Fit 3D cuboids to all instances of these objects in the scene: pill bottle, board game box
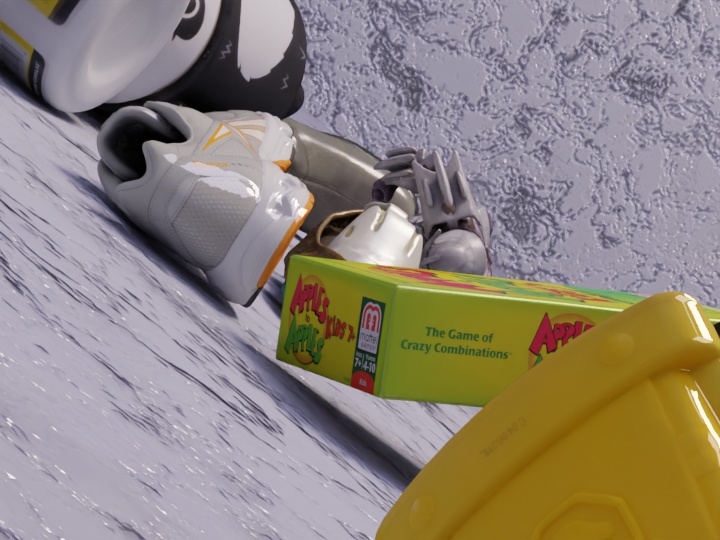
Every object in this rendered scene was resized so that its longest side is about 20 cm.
[{"bbox_3d":[-0.190,-0.182,1.536,0.200,0.112,0.112,40,4,14],"label":"pill bottle"},{"bbox_3d":[0.076,0.032,1.266,0.199,0.048,0.101,7,5,-27],"label":"board game box"}]

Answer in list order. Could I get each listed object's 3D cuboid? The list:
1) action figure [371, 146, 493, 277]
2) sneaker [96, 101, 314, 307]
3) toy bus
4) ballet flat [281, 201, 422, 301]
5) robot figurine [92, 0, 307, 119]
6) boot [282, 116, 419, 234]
[{"bbox_3d":[0.042,0.000,1.611,0.069,0.131,0.200,-2,-2,1],"label":"action figure"},{"bbox_3d":[-0.081,-0.052,1.374,0.092,0.076,0.200,33,4,-16],"label":"sneaker"},{"bbox_3d":[0.124,0.133,0.840,0.200,0.136,0.192,39,16,-37],"label":"toy bus"},{"bbox_3d":[0.000,0.000,1.491,0.068,0.073,0.200,36,5,-6],"label":"ballet flat"},{"bbox_3d":[-0.105,-0.135,1.672,0.150,0.125,0.200,31,0,30],"label":"robot figurine"},{"bbox_3d":[-0.055,-0.063,1.841,0.199,0.068,0.131,31,10,-6],"label":"boot"}]
